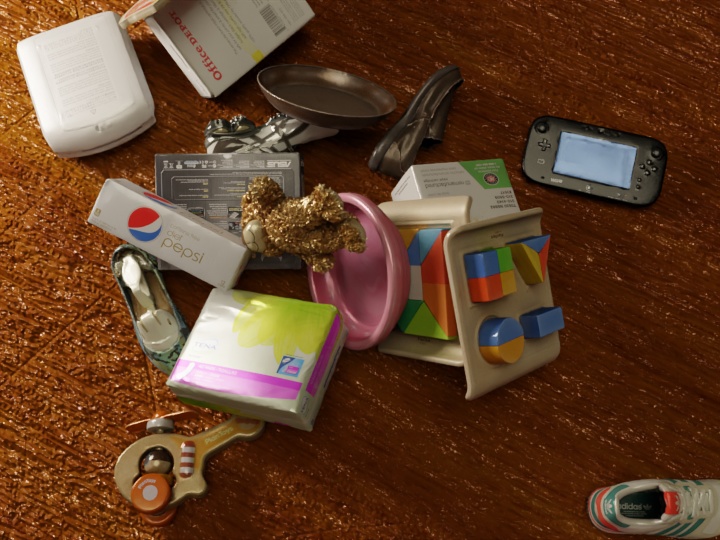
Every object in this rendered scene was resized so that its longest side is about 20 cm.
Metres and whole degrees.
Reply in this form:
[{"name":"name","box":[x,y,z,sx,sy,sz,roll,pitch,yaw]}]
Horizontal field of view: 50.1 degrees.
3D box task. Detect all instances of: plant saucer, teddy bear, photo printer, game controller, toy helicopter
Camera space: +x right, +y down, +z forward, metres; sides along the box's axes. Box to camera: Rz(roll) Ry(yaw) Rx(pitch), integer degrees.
[{"name":"plant saucer","box":[-0.049,-0.244,1.093,0.199,0.032,0.201,10,31,-6]},{"name":"teddy bear","box":[-0.080,-0.053,0.943,0.199,0.145,0.067,12,61,29]},{"name":"photo printer","box":[-0.400,-0.268,1.138,0.166,0.069,0.201,-22,73,-7]},{"name":"plant saucer","box":[0.000,0.000,0.993,0.051,0.200,0.201,-7,68,-35]},{"name":"game controller","box":[0.333,-0.156,1.102,0.199,0.042,0.105,13,72,6]},{"name":"toy helicopter","box":[-0.217,0.223,0.984,0.199,0.079,0.132,-26,64,-18]}]

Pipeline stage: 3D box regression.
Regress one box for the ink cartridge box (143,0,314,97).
[{"name":"ink cartridge box","box":[-0.192,-0.370,1.128,0.200,0.083,0.145,-42,113,-12]}]

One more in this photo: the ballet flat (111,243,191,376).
[{"name":"ballet flat","box":[-0.284,0.051,1.032,0.074,0.074,0.200,-28,73,-8]}]

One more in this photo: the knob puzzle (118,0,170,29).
[{"name":"knob puzzle","box":[-0.271,-0.410,1.084,0.220,0.219,0.030,-44,119,-12]}]

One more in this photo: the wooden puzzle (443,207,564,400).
[{"name":"wooden puzzle","box":[0.181,0.035,0.905,0.185,0.046,0.201,-14,100,-43]}]

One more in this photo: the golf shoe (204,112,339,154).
[{"name":"golf shoe","box":[-0.122,-0.179,1.112,0.199,0.078,0.095,-7,95,-4]}]

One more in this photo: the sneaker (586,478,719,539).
[{"name":"sneaker","box":[0.382,0.287,0.928,0.199,0.093,0.071,-1,72,1]}]

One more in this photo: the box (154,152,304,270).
[{"name":"box","box":[-0.176,-0.080,1.055,0.199,0.048,0.159,-1,95,1]}]

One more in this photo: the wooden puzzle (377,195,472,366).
[{"name":"wooden puzzle","box":[0.071,0.011,0.961,0.037,0.185,0.201,-2,92,-35]}]

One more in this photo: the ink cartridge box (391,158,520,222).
[{"name":"ink cartridge box","box":[0.142,-0.038,1.024,0.144,0.084,0.201,-7,70,-22]}]

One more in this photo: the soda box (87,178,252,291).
[{"name":"soda box","box":[-0.242,-0.048,1.000,0.199,0.068,0.064,26,96,-1]}]

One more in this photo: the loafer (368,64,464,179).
[{"name":"loafer","box":[0.092,-0.208,1.116,0.071,0.073,0.200,37,81,1]}]

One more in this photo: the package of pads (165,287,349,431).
[{"name":"package of pads","box":[-0.127,0.104,0.969,0.199,0.068,0.155,7,58,25]}]
